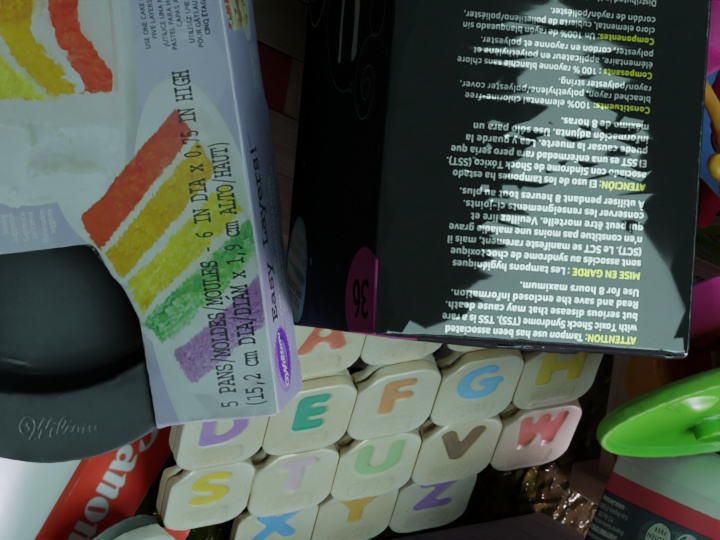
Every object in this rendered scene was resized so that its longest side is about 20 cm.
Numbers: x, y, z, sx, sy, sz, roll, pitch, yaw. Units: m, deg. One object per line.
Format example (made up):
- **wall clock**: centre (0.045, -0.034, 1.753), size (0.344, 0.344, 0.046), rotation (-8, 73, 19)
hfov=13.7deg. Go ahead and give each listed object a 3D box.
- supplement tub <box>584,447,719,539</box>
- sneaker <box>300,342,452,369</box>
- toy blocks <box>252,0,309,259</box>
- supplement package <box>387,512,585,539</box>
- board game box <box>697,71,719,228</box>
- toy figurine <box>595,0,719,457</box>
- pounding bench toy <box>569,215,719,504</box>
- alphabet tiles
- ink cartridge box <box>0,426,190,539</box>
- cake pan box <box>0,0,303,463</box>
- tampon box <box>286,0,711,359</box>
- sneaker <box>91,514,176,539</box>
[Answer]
- **supplement tub**: centre (0.146, 0.184, 1.318), size (0.140, 0.140, 0.200), rotation (22, 90, -38)
- **sneaker**: centre (0.000, 0.000, 1.344), size (0.200, 0.080, 0.089), rotation (13, 93, -42)
- **toy blocks**: centre (-0.032, -0.079, 1.262), size (0.137, 0.100, 0.200), rotation (23, 67, -38)
- **supplement package**: centre (0.036, 0.201, 1.411), size (0.200, 0.121, 0.120), rotation (-6, 109, -33)
- **board game box**: centre (0.201, -0.034, 1.407), size (0.158, 0.200, 0.039), rotation (-5, 135, -43)
- **toy figurine**: centre (0.170, -0.029, 1.250), size (0.200, 0.150, 0.184), rotation (6, 68, -47)
- **pounding bench toy**: centre (0.215, 0.076, 1.439), size (0.124, 0.200, 0.156), rotation (-4, 109, -34)
- **alphabet tiles**: centre (0.009, 0.070, 1.337), size (0.200, 0.015, 0.196), rotation (-9, 144, -19)
- **ink cartridge box**: centre (-0.133, 0.081, 1.293), size (0.200, 0.050, 0.162), rotation (31, 89, -36)
- **cake pan box**: centre (-0.126, -0.027, 1.166), size (0.184, 0.052, 0.200), rotation (-4, 100, 13)
- **tampon box**: centre (0.051, -0.070, 1.154), size (0.126, 0.150, 0.200), rotation (5, 89, -14)
- **sneaker**: centre (-0.097, 0.213, 1.331), size (0.077, 0.089, 0.200), rotation (-17, 125, -39)
